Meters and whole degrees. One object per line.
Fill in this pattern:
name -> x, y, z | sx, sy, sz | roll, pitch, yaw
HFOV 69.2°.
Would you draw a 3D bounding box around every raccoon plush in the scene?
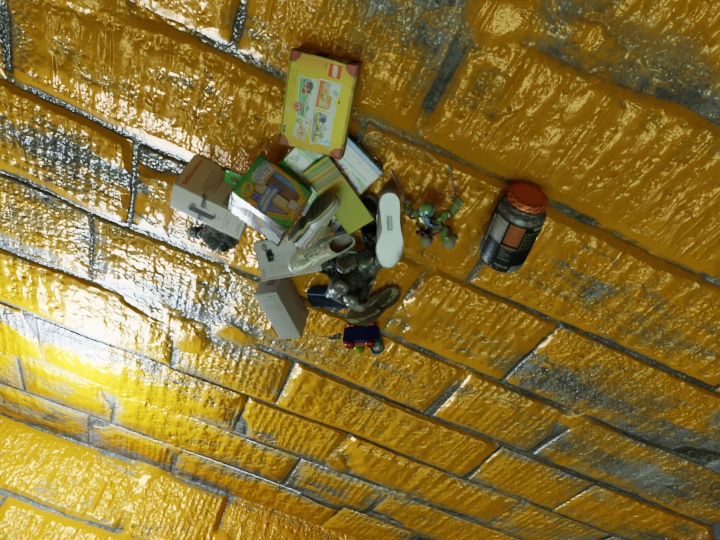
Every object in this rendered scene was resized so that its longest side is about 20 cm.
raccoon plush -> -0.423, -0.134, 1.469 | 0.195, 0.097, 0.136 | 5, 125, 9

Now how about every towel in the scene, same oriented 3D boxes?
towel -> -0.053, -0.184, 1.283 | 0.085, 0.018, 0.201 | -26, 117, 25

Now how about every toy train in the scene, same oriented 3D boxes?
toy train -> -0.021, 0.234, 1.717 | 0.196, 0.086, 0.116 | -6, 144, 18

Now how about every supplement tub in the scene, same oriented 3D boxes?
supplement tub -> 0.375, -0.104, 1.278 | 0.120, 0.124, 0.202 | 14, 133, 0

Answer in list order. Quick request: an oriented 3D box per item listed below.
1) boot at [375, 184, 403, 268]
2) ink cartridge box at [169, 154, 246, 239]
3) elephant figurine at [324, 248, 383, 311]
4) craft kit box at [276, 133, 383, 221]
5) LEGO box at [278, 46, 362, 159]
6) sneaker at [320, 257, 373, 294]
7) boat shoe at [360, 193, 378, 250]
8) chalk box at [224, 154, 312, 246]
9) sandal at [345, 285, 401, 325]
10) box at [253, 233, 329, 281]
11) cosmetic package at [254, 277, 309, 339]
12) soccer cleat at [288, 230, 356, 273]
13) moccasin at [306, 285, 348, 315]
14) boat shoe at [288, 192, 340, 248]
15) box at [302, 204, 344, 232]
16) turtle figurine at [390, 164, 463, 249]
boot -> 0.075, -0.116, 1.329 | 0.072, 0.096, 0.204 | 3, 112, 2
ink cartridge box -> -0.373, -0.193, 1.359 | 0.197, 0.146, 0.084 | 26, 133, -11
elephant figurine -> 0.000, 0.000, 1.421 | 0.153, 0.203, 0.142 | 24, 171, 9
craft kit box -> -0.078, -0.247, 1.278 | 0.197, 0.049, 0.200 | -40, 111, 21
LEGO box -> -0.089, -0.365, 1.142 | 0.146, 0.077, 0.204 | 14, 115, 0
sneaker -> -0.055, 0.020, 1.518 | 0.197, 0.084, 0.071 | 28, 143, -11
boat shoe -> 0.026, -0.109, 1.400 | 0.067, 0.057, 0.203 | 0, 133, 14
chalk box -> -0.238, -0.180, 1.264 | 0.199, 0.125, 0.124 | 36, 156, -6
sandal -> 0.040, 0.102, 1.600 | 0.199, 0.054, 0.080 | -38, 122, 20
box -> -0.195, -0.045, 1.478 | 0.196, 0.060, 0.119 | -11, 98, 22
cosmetic package -> -0.241, 0.107, 1.629 | 0.083, 0.109, 0.202 | -6, 129, 19
soccer cleat -> -0.102, -0.052, 1.378 | 0.197, 0.078, 0.070 | -27, 99, -3
moccasin -> -0.068, 0.088, 1.598 | 0.196, 0.081, 0.069 | 8, 125, 25
boat shoe -> -0.102, -0.121, 1.296 | 0.068, 0.076, 0.199 | 27, 140, -26
box -> -0.102, -0.184, 1.377 | 0.197, 0.042, 0.119 | 27, 131, -14
turtle figurine -> 0.186, -0.152, 1.314 | 0.142, 0.203, 0.195 | -23, 147, 4
